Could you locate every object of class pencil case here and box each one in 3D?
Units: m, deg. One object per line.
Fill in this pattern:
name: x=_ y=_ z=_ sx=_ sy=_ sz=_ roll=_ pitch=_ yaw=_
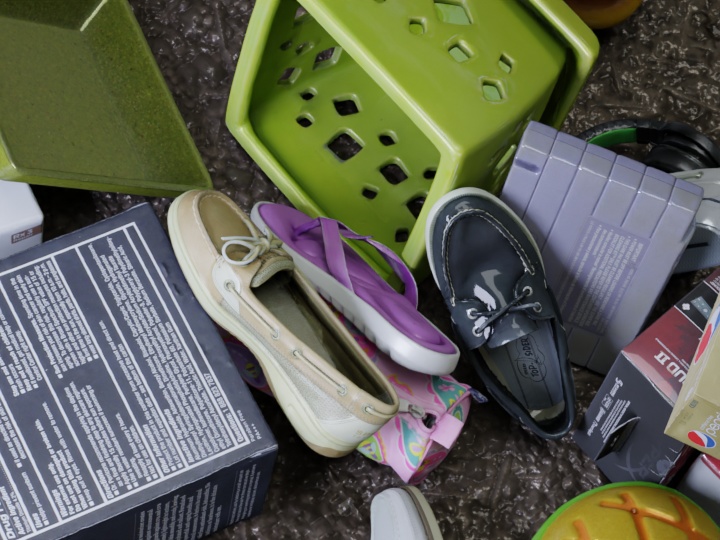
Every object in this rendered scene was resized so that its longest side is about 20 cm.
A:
pencil case: x=-0.017 y=0.066 z=1.406 sx=0.200 sy=0.088 sz=0.087 roll=34 pitch=63 yaw=10

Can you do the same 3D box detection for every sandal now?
sandal: x=0.005 y=0.001 z=1.405 sx=0.203 sy=0.050 sz=0.082 roll=42 pitch=19 yaw=34

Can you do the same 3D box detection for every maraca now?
maraca: x=0.160 y=0.219 z=1.341 sx=0.200 sy=0.107 sz=0.137 roll=-34 pitch=70 yaw=-22

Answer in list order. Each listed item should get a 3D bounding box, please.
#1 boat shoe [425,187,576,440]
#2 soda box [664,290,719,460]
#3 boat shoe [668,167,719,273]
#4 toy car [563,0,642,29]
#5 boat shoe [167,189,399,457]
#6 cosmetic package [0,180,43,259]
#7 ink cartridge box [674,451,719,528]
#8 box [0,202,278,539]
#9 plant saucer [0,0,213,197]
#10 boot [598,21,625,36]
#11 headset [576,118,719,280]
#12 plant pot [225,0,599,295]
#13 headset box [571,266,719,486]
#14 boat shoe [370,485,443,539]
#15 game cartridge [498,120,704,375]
boat shoe: x=0.100 y=0.036 z=1.378 sx=0.074 sy=0.200 sz=0.066 roll=-20 pitch=33 yaw=-2
soda box: x=0.263 y=0.024 z=1.311 sx=0.064 sy=0.068 sz=0.200 roll=24 pitch=62 yaw=3
boat shoe: x=0.181 y=-0.028 z=1.451 sx=0.199 sy=0.074 sz=0.067 roll=-5 pitch=45 yaw=32
toy car: x=0.145 y=-0.278 z=1.514 sx=0.175 sy=0.150 sz=0.200 roll=-36 pitch=82 yaw=-14
boat shoe: x=-0.049 y=0.024 z=1.326 sx=0.073 sy=0.063 sz=0.201 roll=-20 pitch=74 yaw=-52
cosmetic package: x=-0.306 y=-0.088 z=1.449 sx=0.101 sy=0.074 sz=0.200 roll=-19 pitch=70 yaw=-18
ink cartridge box: x=0.341 y=0.133 z=1.426 sx=0.200 sy=0.084 sz=0.144 roll=-38 pitch=73 yaw=-24
box: x=-0.189 y=0.093 z=1.344 sx=0.198 sy=0.123 sz=0.200 roll=-21 pitch=66 yaw=-19
plant saucer: x=-0.219 y=-0.130 z=1.453 sx=0.199 sy=0.048 sz=0.200 roll=4 pitch=54 yaw=-52
boot: x=0.140 y=-0.287 z=1.622 sx=0.199 sy=0.064 sz=0.187 roll=12 pitch=75 yaw=1
headset: x=0.238 y=-0.041 z=1.521 sx=0.199 sy=0.094 sz=0.124 roll=10 pitch=66 yaw=14
plant pot: x=0.043 y=-0.133 z=1.461 sx=0.181 sy=0.199 sz=0.200 roll=-35 pitch=73 yaw=-30
headset box: x=0.238 y=0.066 z=1.408 sx=0.200 sy=0.149 sz=0.075 roll=-38 pitch=73 yaw=-23
boat shoe: x=0.021 y=0.235 z=1.330 sx=0.068 sy=0.075 sz=0.201 roll=0 pitch=64 yaw=-15
game cartridge: x=0.148 y=-0.011 z=1.406 sx=0.129 sy=0.200 sz=0.038 roll=19 pitch=53 yaw=0
